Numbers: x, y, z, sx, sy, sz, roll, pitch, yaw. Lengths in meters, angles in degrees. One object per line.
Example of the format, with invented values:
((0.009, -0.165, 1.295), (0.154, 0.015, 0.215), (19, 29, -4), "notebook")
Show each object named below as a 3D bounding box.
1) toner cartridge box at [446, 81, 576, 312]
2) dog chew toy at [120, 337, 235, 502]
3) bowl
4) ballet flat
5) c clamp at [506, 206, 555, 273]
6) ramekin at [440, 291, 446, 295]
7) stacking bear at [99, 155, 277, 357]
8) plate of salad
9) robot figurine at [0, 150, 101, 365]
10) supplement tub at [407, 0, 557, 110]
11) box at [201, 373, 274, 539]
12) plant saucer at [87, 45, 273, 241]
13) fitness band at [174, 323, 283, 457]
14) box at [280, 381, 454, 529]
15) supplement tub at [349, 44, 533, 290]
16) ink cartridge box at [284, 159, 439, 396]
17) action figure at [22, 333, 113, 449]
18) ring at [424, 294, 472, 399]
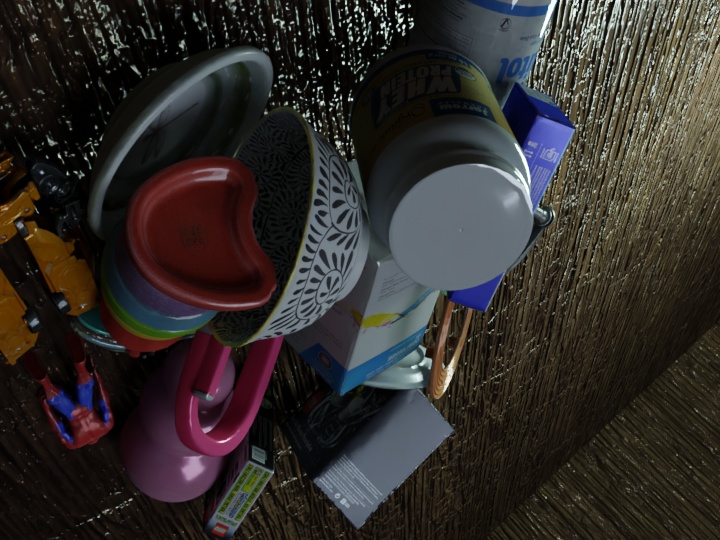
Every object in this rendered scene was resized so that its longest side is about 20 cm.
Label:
((0.137, -0.071, 0.906), (0.042, 0.096, 0.203), (17, 115, -12), "toner cartridge box")
((-0.190, 0.156, 1.008), (0.123, 0.124, 0.203), (-15, 139, -44), "dog chew toy")
((-0.052, -0.027, 0.788), (0.093, 0.202, 0.203), (15, 119, -29), "bowl")
((-0.207, 0.051, 0.917), (0.198, 0.074, 0.075), (-6, 133, -47), "ballet flat")
((0.194, -0.061, 1.160), (0.172, 0.027, 0.199), (-51, 151, 7), "c clamp")
((0.136, -0.064, 1.210), (0.198, 0.098, 0.202), (-34, 150, -23), "ramekin")
((-0.161, 0.008, 0.761), (0.112, 0.124, 0.200), (-5, 160, -29), "stacking bear")
((0.009, 0.115, 1.161), (0.198, 0.198, 0.049), (-7, 113, -50), "plate of salad")
((-0.279, -0.011, 0.737), (0.144, 0.058, 0.202), (-36, 151, -21), "robot figurine")
((0.113, -0.227, 0.932), (0.130, 0.132, 0.203), (-23, 144, -36), "supplement tub")
((-0.143, 0.209, 1.097), (0.034, 0.201, 0.111), (27, 111, -17), "box")
((-0.155, -0.113, 0.755), (0.200, 0.050, 0.200), (-46, 172, -8), "plant saucer")
((-0.121, 0.084, 0.920), (0.144, 0.037, 0.204), (52, 56, -67), "fitness band")
((0.003, 0.215, 1.267), (0.182, 0.200, 0.104), (-43, 109, -5), "box")
((0.069, -0.094, 0.817), (0.141, 0.202, 0.147), (-5, 128, -6), "supplement tub")
((0.000, 0.000, 1.048), (0.143, 0.147, 0.203), (-24, 145, -38), "ink cartridge box")
((-0.284, 0.128, 0.922), (0.065, 0.052, 0.202), (-28, 152, -21), "action figure")
((0.108, 0.049, 1.077), (0.200, 0.019, 0.205), (15, 89, -75), "ring")
